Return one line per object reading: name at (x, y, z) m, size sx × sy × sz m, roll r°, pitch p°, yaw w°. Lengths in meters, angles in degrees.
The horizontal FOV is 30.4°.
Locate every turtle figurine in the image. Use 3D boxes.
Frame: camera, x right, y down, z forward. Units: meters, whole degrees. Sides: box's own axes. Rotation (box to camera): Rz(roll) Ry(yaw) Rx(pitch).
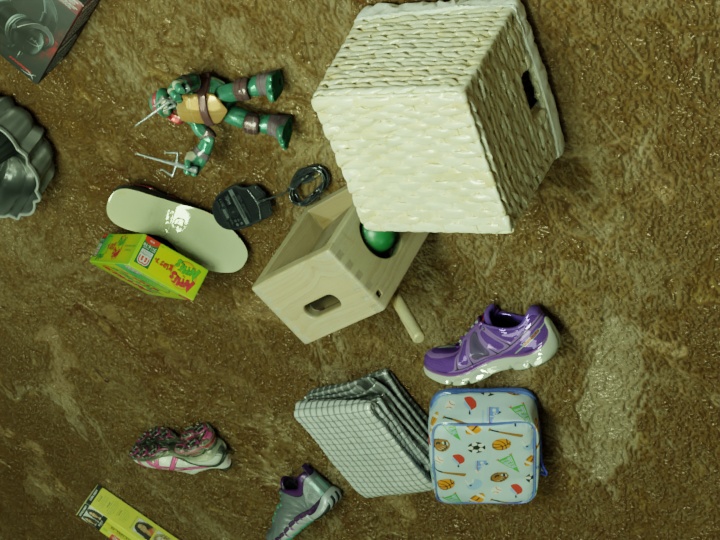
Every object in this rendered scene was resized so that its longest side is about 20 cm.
turtle figurine at (-0.186, -0.190, 1.574) m, size 0.199 × 0.101 × 0.150 m, roll -1°, pitch 148°, yaw 14°

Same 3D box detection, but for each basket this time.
basket at (0.080, -0.158, 1.382) m, size 0.199 × 0.161 × 0.199 m, roll 4°, pitch 134°, yaw 33°

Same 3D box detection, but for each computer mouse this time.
computer mouse at (-0.113, -0.097, 1.684) m, size 0.199 × 0.034 × 0.059 m, roll -15°, pitch 105°, yaw 37°

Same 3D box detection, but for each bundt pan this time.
bundt pan at (-0.507, -0.170, 1.828) m, size 0.201 × 0.076 × 0.203 m, roll 18°, pitch 139°, yaw 17°

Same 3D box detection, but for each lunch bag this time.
lunch bag at (0.172, 0.241, 1.789) m, size 0.159 × 0.076 × 0.201 m, roll -3°, pitch 136°, yaw 4°

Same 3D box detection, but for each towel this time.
towel at (0.020, 0.235, 1.901) m, size 0.165 × 0.086 × 0.200 m, roll -13°, pitch 125°, yaw 43°

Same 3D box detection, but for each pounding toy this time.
pounding toy at (0.000, 0.000, 1.581) m, size 0.142 × 0.184 × 0.200 m, roll 46°, pitch 139°, yaw -17°

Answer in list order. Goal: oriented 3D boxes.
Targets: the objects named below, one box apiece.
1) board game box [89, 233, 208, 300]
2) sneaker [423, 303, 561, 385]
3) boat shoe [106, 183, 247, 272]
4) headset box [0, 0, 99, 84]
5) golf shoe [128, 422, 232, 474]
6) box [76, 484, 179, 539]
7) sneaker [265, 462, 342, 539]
board game box at (-0.291, -0.006, 1.801) m, size 0.101 × 0.048 × 0.200 m, roll 30°, pitch 168°, yaw -23°
sneaker at (0.160, 0.086, 1.671) m, size 0.199 × 0.081 × 0.084 m, roll -20°, pitch 103°, yaw 36°
boat shoe at (-0.244, -0.060, 1.784) m, size 0.200 × 0.063 × 0.074 m, roll 24°, pitch 99°, yaw -8°
headset box at (-0.392, -0.339, 1.573) m, size 0.149 × 0.077 × 0.200 m, roll 40°, pitch 142°, yaw -10°
golf shoe at (-0.303, 0.310, 2.201) m, size 0.199 × 0.073 × 0.092 m, roll -7°, pitch 129°, yaw 38°
box at (-0.435, 0.488, 2.497) m, size 0.200 × 0.050 × 0.075 m, roll 36°, pitch 141°, yaw -5°
sneaker at (-0.110, 0.378, 2.160) m, size 0.088 × 0.074 × 0.200 m, roll 48°, pitch 131°, yaw 1°
